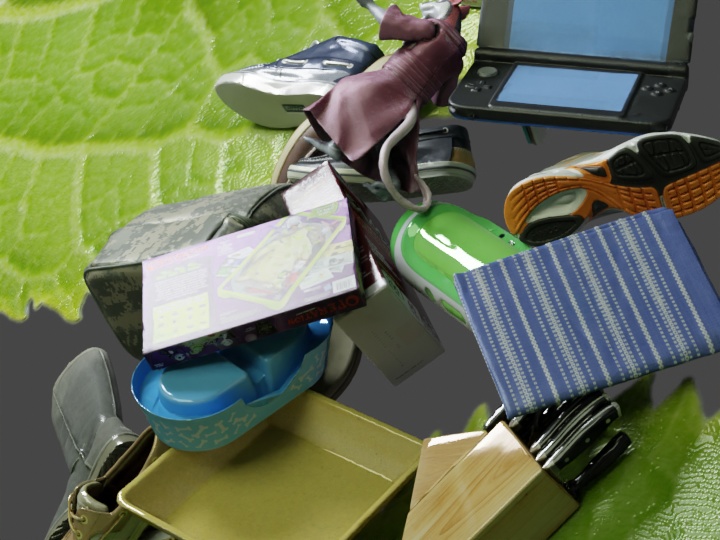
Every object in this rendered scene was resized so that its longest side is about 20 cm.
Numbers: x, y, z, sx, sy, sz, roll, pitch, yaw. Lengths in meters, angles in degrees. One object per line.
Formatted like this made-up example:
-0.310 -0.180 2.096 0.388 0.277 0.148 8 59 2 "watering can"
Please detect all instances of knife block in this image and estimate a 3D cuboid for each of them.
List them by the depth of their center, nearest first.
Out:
0.125 0.179 1.313 0.174 0.064 0.202 -12 50 37 "knife block"

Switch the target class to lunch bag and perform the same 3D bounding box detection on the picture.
-0.145 -0.009 1.667 0.198 0.140 0.168 -8 36 35 "lunch bag"

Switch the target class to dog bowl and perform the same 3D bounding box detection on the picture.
-0.109 0.089 1.486 0.199 0.050 0.111 -33 44 -31 "dog bowl"

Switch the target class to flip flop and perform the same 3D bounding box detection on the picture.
-0.073 0.107 1.557 0.200 0.058 0.081 -45 38 -12 "flip flop"

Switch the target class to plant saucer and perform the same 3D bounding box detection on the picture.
-0.070 0.188 1.427 0.199 0.049 0.200 21 46 33 "plant saucer"

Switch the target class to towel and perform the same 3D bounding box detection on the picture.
0.186 0.032 1.339 0.198 0.024 0.146 -17 54 -6 "towel"

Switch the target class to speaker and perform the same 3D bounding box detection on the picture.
0.106 0.007 1.462 0.089 0.088 0.200 -49 38 -3 "speaker"

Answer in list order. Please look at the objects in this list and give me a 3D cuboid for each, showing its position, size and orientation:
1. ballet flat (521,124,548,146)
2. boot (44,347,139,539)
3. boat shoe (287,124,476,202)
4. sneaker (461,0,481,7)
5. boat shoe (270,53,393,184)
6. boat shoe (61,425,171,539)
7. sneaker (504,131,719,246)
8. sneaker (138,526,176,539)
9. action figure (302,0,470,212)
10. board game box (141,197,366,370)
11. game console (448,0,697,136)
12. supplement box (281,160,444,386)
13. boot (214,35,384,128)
0.167 -0.201 1.609 0.069 0.069 0.201 -31 40 18 "ballet flat"
-0.282 0.190 1.674 0.183 0.072 0.200 -55 36 4 "boot"
0.021 -0.106 1.633 0.198 0.074 0.063 -4 73 28 "boat shoe"
0.141 -0.329 1.688 0.199 0.121 0.084 6 61 45 "sneaker"
-0.007 -0.131 1.700 0.200 0.072 0.072 -43 41 -1 "boat shoe"
-0.227 0.214 1.503 0.200 0.066 0.074 -46 32 4 "boat shoe"
0.223 -0.082 1.444 0.198 0.076 0.092 -11 15 17 "sneaker"
-0.145 0.214 1.524 0.199 0.075 0.091 -15 53 32 "sneaker"
0.040 -0.174 1.521 0.201 0.134 0.149 -52 34 -2 "action figure"
-0.096 0.011 1.475 0.198 0.032 0.121 -17 47 9 "board game box"
0.189 -0.209 1.482 0.198 0.119 0.171 6 29 17 "game console"
0.000 0.000 1.546 0.061 0.109 0.201 -35 40 8 "supplement box"
-0.064 -0.208 1.827 0.199 0.073 0.091 12 58 38 "boot"
